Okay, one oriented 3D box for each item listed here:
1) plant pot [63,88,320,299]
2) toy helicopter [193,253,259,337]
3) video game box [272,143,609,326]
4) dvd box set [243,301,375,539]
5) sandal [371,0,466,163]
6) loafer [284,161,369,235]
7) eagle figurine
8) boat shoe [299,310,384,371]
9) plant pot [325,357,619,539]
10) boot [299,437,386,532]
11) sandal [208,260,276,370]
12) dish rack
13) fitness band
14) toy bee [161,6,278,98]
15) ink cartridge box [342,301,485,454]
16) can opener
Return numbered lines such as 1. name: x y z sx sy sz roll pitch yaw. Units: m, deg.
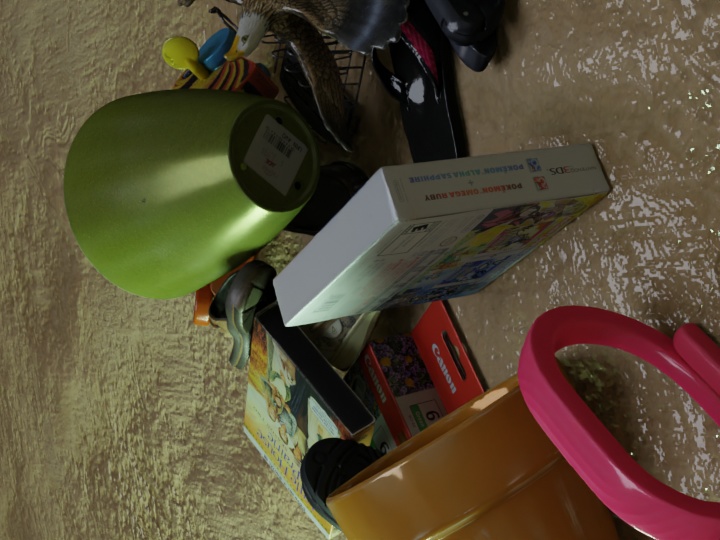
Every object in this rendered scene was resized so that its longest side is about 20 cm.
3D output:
1. plant pot: -0.129 -0.081 1.162 0.199 0.186 0.190 -12 88 51
2. toy helicopter: -0.125 -0.033 1.386 0.132 0.078 0.203 155 120 -82
3. video game box: 0.054 -0.024 0.988 0.200 0.180 0.047 -42 60 55
4. dvd box set: -0.051 0.140 1.224 0.147 0.029 0.201 49 151 24
5. sandal: 0.040 -0.169 1.097 0.075 0.045 0.203 -16 86 53
6. loafer: -0.056 -0.063 1.273 0.199 0.072 0.074 1 98 59
7. eagle figurine: -0.054 -0.209 1.102 0.152 0.198 0.152 -61 -7 0
8. boat shoe: 0.000 0.000 1.163 0.074 0.062 0.201 -86 20 -61
9. plant pot: 0.105 0.193 0.980 0.185 0.199 0.200 59 147 5
10. boot: 0.013 0.240 1.158 0.169 0.198 0.077 -54 11 48
11. sandal: -0.113 0.034 1.232 0.200 0.054 0.082 94 -159 -76
12. dish rack: -0.043 -0.219 1.223 0.154 0.054 0.202 51 139 42
13. fitness band: 0.183 0.091 0.837 0.200 0.142 0.038 52 141 40
14. toy bee: -0.141 -0.175 1.322 0.131 0.109 0.200 46 -174 -8
15. ink cartridge box: 0.034 0.121 1.195 0.110 0.050 0.201 65 148 24
16. can opener: 0.053 -0.247 1.040 0.202 0.063 0.079 65 147 23
